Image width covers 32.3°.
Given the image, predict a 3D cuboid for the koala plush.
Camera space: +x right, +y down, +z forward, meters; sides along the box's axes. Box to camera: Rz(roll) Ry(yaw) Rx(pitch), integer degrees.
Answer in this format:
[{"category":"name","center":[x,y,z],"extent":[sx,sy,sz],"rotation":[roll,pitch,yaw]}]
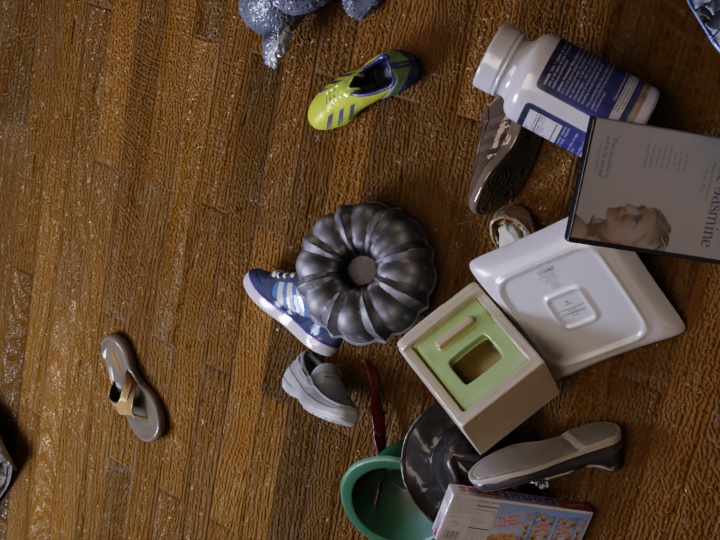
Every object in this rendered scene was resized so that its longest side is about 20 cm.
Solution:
[{"category":"koala plush","center":[-0.102,-0.392,1.703],"extent":[0.200,0.183,0.178],"rotation":[-36,74,48]}]

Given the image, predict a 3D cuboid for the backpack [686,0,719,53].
[{"category":"backpack","center":[0.451,-0.307,1.287],"extent":[0.200,0.147,0.184],"rotation":[-31,79,33]}]

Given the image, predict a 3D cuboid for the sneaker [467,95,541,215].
[{"category":"sneaker","center":[0.183,-0.169,1.580],"extent":[0.076,0.070,0.201],"rotation":[46,118,42]}]

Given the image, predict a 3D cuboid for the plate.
[{"category":"plate","center":[0.257,0.038,1.502],"extent":[0.199,0.032,0.200],"rotation":[-25,111,35]}]

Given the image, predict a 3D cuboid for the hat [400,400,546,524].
[{"category":"hat","center":[0.146,0.262,1.598],"extent":[0.199,0.081,0.202],"rotation":[0,97,4]}]

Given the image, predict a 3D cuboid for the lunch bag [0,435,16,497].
[{"category":"lunch bag","center":[-0.727,0.342,2.324],"extent":[0.164,0.117,0.200],"rotation":[53,129,20]}]

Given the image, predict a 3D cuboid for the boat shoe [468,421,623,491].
[{"category":"boat shoe","center":[0.233,0.246,1.538],"extent":[0.073,0.199,0.063],"rotation":[-126,21,-70]}]

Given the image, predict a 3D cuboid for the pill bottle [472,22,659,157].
[{"category":"pill bottle","center":[0.237,-0.207,1.452],"extent":[0.199,0.111,0.111],"rotation":[29,116,5]}]

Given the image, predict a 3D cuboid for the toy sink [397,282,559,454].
[{"category":"toy sink","center":[0.133,0.104,1.568],"extent":[0.130,0.112,0.200],"rotation":[-37,56,-1]}]

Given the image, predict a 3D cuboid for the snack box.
[{"category":"snack box","center":[0.193,0.316,1.569],"extent":[0.024,0.199,0.072],"rotation":[-118,42,-61]}]

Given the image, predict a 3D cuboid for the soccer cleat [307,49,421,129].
[{"category":"soccer cleat","center":[-0.009,-0.247,1.694],"extent":[0.200,0.084,0.065],"rotation":[-22,84,38]}]

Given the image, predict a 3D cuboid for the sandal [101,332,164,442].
[{"category":"sandal","center":[-0.393,0.199,2.081],"extent":[0.080,0.054,0.201],"rotation":[-36,75,36]}]

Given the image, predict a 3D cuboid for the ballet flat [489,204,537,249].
[{"category":"ballet flat","center":[0.217,0.010,1.570],"extent":[0.070,0.065,0.201],"rotation":[-38,74,33]}]

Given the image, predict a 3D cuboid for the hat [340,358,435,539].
[{"category":"hat","center":[0.069,0.263,1.756],"extent":[0.165,0.176,0.201],"rotation":[4,124,14]}]

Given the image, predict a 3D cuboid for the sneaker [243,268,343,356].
[{"category":"sneaker","center":[-0.070,0.013,1.795],"extent":[0.200,0.080,0.147],"rotation":[40,109,32]}]

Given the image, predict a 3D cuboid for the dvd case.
[{"category":"dvd case","center":[0.338,-0.088,1.402],"extent":[0.018,0.199,0.144],"rotation":[-122,41,-74]}]

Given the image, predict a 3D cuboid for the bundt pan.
[{"category":"bundt pan","center":[0.000,0.000,1.680],"extent":[0.201,0.076,0.203],"rotation":[-2,84,14]}]

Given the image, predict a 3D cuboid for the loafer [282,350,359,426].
[{"category":"loafer","center":[-0.054,0.166,1.770],"extent":[0.200,0.070,0.070],"rotation":[29,96,59]}]
